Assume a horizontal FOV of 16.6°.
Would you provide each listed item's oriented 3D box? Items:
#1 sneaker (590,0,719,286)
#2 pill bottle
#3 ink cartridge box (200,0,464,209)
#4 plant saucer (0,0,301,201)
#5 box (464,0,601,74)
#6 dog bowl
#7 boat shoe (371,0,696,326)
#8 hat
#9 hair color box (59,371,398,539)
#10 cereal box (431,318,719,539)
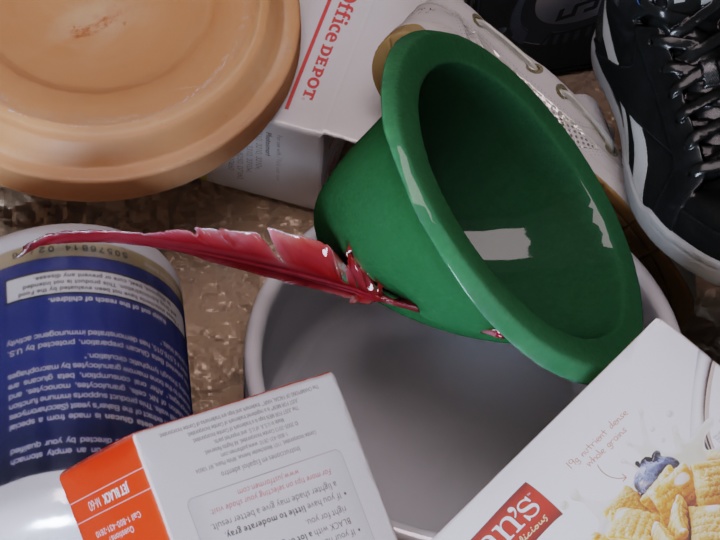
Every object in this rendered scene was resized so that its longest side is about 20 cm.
[{"bbox_3d":[0.150,-0.091,1.121,0.073,0.112,0.200,-12,45,-9],"label":"sneaker"},{"bbox_3d":[-0.126,0.089,1.077,0.111,0.111,0.200,-4,54,-7],"label":"pill bottle"},{"bbox_3d":[-0.058,-0.105,1.250,0.199,0.068,0.115,15,56,8],"label":"ink cartridge box"},{"bbox_3d":[-0.128,-0.123,1.199,0.200,0.032,0.201,1,56,-2],"label":"plant saucer"},{"bbox_3d":[0.132,-0.185,1.240,0.160,0.200,0.044,-9,54,-11],"label":"box"},{"bbox_3d":[0.045,0.061,1.130,0.199,0.079,0.201,2,53,-3],"label":"dog bowl"},{"bbox_3d":[0.096,-0.057,1.192,0.200,0.071,0.069,46,45,-9],"label":"boat shoe"},{"bbox_3d":[0.000,0.000,1.106,0.200,0.176,0.166,53,29,-7],"label":"hat"},{"bbox_3d":[-0.031,0.154,0.998,0.111,0.064,0.201,-15,80,-42],"label":"hair color box"},{"bbox_3d":[0.141,0.129,0.980,0.144,0.040,0.200,-44,57,-9],"label":"cereal box"}]
